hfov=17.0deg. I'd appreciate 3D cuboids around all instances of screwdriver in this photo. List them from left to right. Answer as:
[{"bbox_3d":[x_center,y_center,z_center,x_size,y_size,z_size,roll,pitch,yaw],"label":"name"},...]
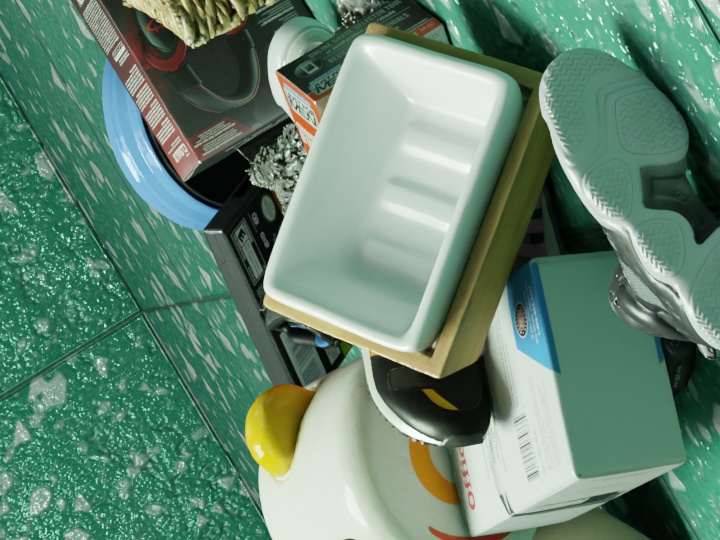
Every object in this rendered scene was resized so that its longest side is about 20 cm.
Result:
[{"bbox_3d":[0.208,0.085,1.617,0.028,0.029,0.200,52,170,23],"label":"screwdriver"}]

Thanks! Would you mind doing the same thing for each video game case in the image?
[{"bbox_3d":[-0.049,-0.010,2.054,0.025,0.181,0.200,0,128,33],"label":"video game case"}]

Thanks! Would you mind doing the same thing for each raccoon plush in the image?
[{"bbox_3d":[-0.032,-0.131,1.762,0.097,0.134,0.200,43,160,54],"label":"raccoon plush"}]

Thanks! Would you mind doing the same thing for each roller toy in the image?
[{"bbox_3d":[0.024,0.152,1.731,0.140,0.200,0.183,-29,78,48],"label":"roller toy"}]

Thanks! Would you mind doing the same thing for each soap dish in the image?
[{"bbox_3d":[0.037,-0.044,1.544,0.157,0.201,0.081,21,180,40],"label":"soap dish"}]

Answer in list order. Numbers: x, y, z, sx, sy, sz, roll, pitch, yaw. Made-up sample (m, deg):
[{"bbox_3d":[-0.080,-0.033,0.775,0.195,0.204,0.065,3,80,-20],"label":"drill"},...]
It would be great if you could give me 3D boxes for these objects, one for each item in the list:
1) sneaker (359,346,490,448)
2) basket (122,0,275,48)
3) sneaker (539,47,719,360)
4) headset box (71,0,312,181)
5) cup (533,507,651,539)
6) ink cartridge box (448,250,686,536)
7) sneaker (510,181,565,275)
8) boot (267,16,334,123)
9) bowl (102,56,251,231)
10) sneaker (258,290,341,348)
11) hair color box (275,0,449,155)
[{"bbox_3d":[0.038,0.031,1.607,0.200,0.070,0.090,-114,27,-49],"label":"sneaker"},{"bbox_3d":[-0.134,-0.289,1.763,0.200,0.143,0.149,61,168,-29],"label":"basket"},{"bbox_3d":[0.160,-0.030,1.394,0.200,0.075,0.114,55,165,4],"label":"sneaker"},{"bbox_3d":[-0.117,-0.179,1.938,0.200,0.148,0.075,59,162,1],"label":"headset box"},{"bbox_3d":[0.133,0.255,1.843,0.200,0.144,0.200,28,166,7],"label":"cup"},{"bbox_3d":[0.126,0.085,1.602,0.200,0.084,0.145,137,124,-66],"label":"ink cartridge box"},{"bbox_3d":[0.084,-0.041,1.650,0.070,0.082,0.200,43,160,51],"label":"sneaker"},{"bbox_3d":[0.000,-0.107,1.884,0.095,0.074,0.200,33,158,43],"label":"boot"},{"bbox_3d":[-0.128,-0.134,2.029,0.039,0.201,0.201,-15,109,44],"label":"bowl"},{"bbox_3d":[0.000,0.000,1.844,0.073,0.112,0.200,32,141,-24],"label":"sneaker"},{"bbox_3d":[0.027,-0.081,1.712,0.064,0.111,0.200,42,160,50],"label":"hair color box"}]
